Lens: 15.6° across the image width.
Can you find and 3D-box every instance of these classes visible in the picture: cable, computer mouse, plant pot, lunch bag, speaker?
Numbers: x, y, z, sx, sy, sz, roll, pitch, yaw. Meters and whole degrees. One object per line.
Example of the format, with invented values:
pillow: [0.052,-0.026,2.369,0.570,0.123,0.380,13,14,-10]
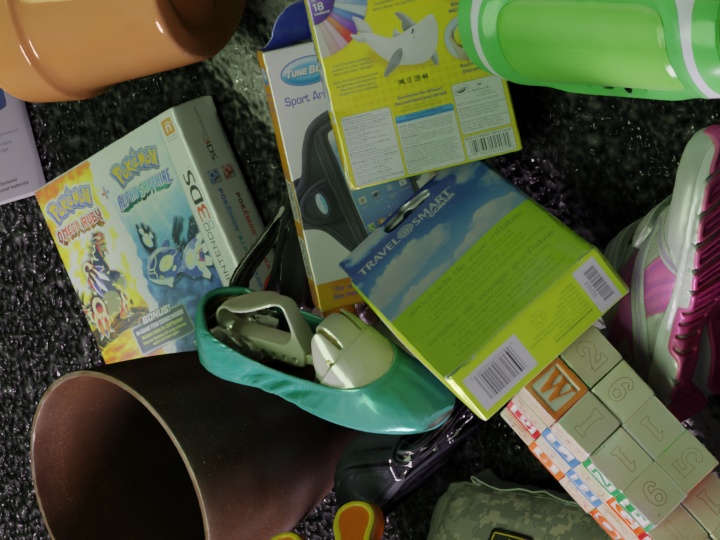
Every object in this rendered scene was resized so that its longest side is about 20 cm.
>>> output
cable: [-0.038,-0.032,1.792,0.097,0.050,0.201,5,85,33]
computer mouse: [0.034,0.113,1.785,0.053,0.138,0.200,50,146,8]
plant pot: [-0.168,-0.216,1.814,0.139,0.200,0.201,3,109,28]
plant pot: [-0.098,0.131,1.860,0.186,0.199,0.188,20,120,40]
lunch bag: [0.121,0.240,1.745,0.163,0.117,0.201,7,104,45]
speaker: [0.155,-0.149,1.571,0.199,0.088,0.089,9,112,44]

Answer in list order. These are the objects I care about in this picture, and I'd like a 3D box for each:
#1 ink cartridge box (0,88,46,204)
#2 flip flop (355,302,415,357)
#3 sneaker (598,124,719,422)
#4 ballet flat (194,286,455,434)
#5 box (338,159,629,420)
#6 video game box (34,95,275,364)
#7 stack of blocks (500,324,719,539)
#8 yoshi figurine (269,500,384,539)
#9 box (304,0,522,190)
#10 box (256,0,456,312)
ink cartridge box: [-0.345,-0.145,2.088,0.145,0.087,0.201,-3,102,47]
flip flop: [0.000,0.000,1.811,0.081,0.057,0.201,11,114,43]
sneaker: [0.186,-0.004,1.601,0.088,0.081,0.201,32,126,31]
ballet flat: [-0.032,0.054,1.704,0.199,0.067,0.071,15,140,33]
box: [0.072,0.005,1.639,0.048,0.122,0.200,49,178,-28]
video game box: [-0.146,-0.012,1.968,0.200,0.047,0.183,-26,84,48]
stack of blocks: [0.180,0.134,1.616,0.200,0.059,0.115,48,169,5]
yoshi figurine: [0.011,0.222,1.820,0.112,0.112,0.200,23,162,38]
box: [0.025,-0.162,1.673,0.117,0.048,0.201,-13,95,2]
box: [0.006,-0.084,1.729,0.041,0.118,0.201,-131,28,-77]
